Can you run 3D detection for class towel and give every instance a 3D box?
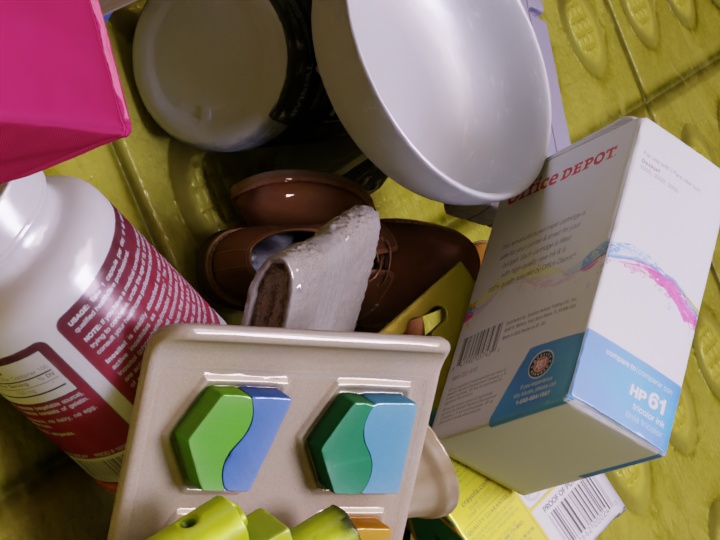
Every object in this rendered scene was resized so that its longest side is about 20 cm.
[{"bbox_3d":[-0.043,0.063,1.236,0.133,0.034,0.200,-36,145,-62],"label":"towel"}]

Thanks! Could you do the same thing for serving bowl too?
[{"bbox_3d":[0.035,-0.129,1.294,0.200,0.066,0.200,26,53,-41],"label":"serving bowl"}]

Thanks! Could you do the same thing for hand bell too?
[{"bbox_3d":[-0.048,0.158,1.183,0.200,0.104,0.104,-38,109,-28],"label":"hand bell"}]

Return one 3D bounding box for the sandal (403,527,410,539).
[{"bbox_3d":[0.023,0.215,1.295,0.043,0.076,0.200,18,36,-10],"label":"sandal"}]

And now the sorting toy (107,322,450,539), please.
[{"bbox_3d":[-0.045,0.125,1.107,0.185,0.036,0.200,4,109,-34],"label":"sorting toy"}]

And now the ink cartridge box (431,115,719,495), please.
[{"bbox_3d":[0.136,0.023,1.275,0.085,0.144,0.200,29,61,-23],"label":"ink cartridge box"}]

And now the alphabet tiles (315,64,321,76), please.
[{"bbox_3d":[0.036,-0.148,1.365,0.167,0.008,0.200,52,39,-20],"label":"alphabet tiles"}]

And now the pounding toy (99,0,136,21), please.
[{"bbox_3d":[-0.121,-0.218,1.232,0.142,0.184,0.200,60,29,-18],"label":"pounding toy"}]

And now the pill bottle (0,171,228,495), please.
[{"bbox_3d":[-0.151,0.024,1.093,0.200,0.113,0.113,50,33,-35],"label":"pill bottle"}]

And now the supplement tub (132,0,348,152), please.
[{"bbox_3d":[-0.052,-0.144,1.376,0.200,0.122,0.123,-13,84,-63],"label":"supplement tub"}]

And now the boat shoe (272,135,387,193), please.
[{"bbox_3d":[0.001,-0.082,1.494,0.200,0.072,0.068,-41,132,-56],"label":"boat shoe"}]

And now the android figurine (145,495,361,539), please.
[{"bbox_3d":[-0.078,0.207,1.073,0.200,0.041,0.182,-28,120,-25],"label":"android figurine"}]

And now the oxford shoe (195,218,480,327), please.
[{"bbox_3d":[0.000,0.000,1.321,0.200,0.071,0.071,-3,85,-30],"label":"oxford shoe"}]

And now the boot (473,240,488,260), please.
[{"bbox_3d":[0.090,0.076,1.543,0.144,0.071,0.201,-3,80,-65],"label":"boot"}]

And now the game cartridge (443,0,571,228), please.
[{"bbox_3d":[0.092,-0.119,1.453,0.130,0.038,0.200,12,59,-38],"label":"game cartridge"}]

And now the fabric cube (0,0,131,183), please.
[{"bbox_3d":[-0.255,-0.122,0.912,0.199,0.200,0.196,-4,75,-64],"label":"fabric cube"}]

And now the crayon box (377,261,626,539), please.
[{"bbox_3d":[0.070,0.111,1.327,0.127,0.051,0.200,-39,100,-36],"label":"crayon box"}]

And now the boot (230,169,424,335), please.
[{"bbox_3d":[-0.020,0.030,1.391,0.200,0.077,0.155,42,42,-54],"label":"boot"}]
